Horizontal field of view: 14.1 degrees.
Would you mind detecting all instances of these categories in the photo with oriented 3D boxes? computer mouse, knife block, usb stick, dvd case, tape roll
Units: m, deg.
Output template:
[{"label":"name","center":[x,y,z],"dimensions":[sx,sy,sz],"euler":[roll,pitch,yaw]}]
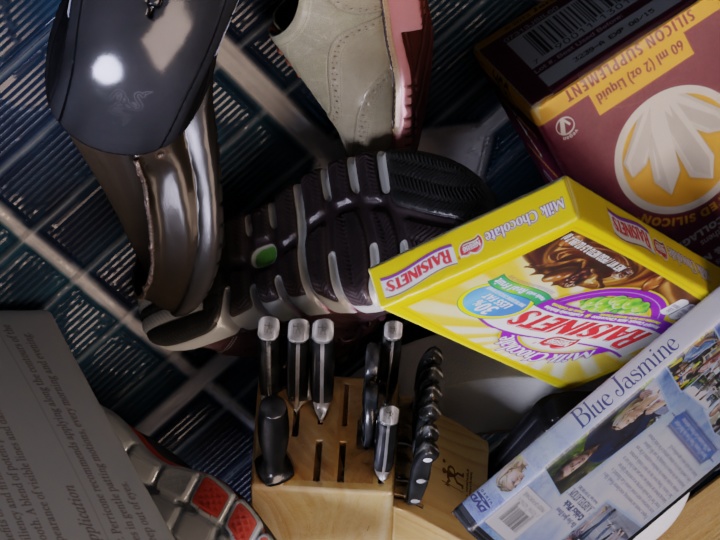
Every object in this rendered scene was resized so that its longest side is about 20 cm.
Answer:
[{"label":"computer mouse","center":[-0.107,-0.146,1.215],"dimensions":[0.140,0.046,0.201],"euler":[19,109,-13]},{"label":"knife block","center":[-0.029,0.092,1.407],"dimensions":[0.200,0.064,0.175],"euler":[-24,138,38]},{"label":"usb stick","center":[0.072,0.121,1.486],"dimensions":[0.055,0.033,0.200],"euler":[7,144,-25]},{"label":"dvd case","center":[0.145,0.077,1.411],"dimensions":[0.200,0.018,0.143],"euler":[-40,152,3]},{"label":"tape roll","center":[0.074,0.102,1.525],"dimensions":[0.202,0.037,0.203],"euler":[-2,142,-1]}]

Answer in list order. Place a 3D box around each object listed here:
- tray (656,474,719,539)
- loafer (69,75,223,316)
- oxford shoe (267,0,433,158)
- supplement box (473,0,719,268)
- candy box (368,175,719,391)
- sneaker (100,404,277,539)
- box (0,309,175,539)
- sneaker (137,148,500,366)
[{"label":"tray","center":[0.181,0.164,1.670],"dimensions":[0.200,0.037,0.099],"euler":[-36,165,1]},{"label":"loafer","center":[-0.101,-0.070,1.319],"dimensions":[0.071,0.073,0.201],"euler":[-5,120,-7]},{"label":"oxford shoe","center":[-0.005,-0.106,1.357],"dimensions":[0.074,0.071,0.200],"euler":[5,135,5]},{"label":"supplement box","center":[0.154,-0.049,1.437],"dimensions":[0.110,0.086,0.200],"euler":[-33,121,-2]},{"label":"candy box","center":[0.093,0.010,1.330],"dimensions":[0.102,0.027,0.200],"euler":[-23,158,22]},{"label":"sneaker","center":[-0.078,0.131,1.410],"dimensions":[0.077,0.200,0.082],"euler":[-53,144,6]},{"label":"box","center":[-0.210,0.150,1.336],"dimensions":[0.171,0.199,0.201],"euler":[1,125,-31]},{"label":"sneaker","center":[0.000,0.000,1.399],"dimensions":[0.199,0.076,0.115],"euler":[-13,160,31]}]
